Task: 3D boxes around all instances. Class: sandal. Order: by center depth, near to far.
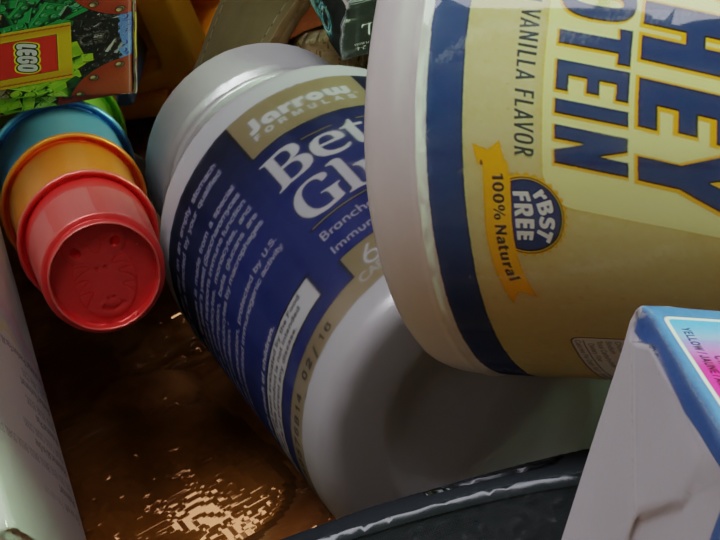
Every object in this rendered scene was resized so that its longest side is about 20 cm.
[{"bbox_3d":[-0.025,-0.067,1.062,0.212,0.070,0.078,-58,24,-12],"label":"sandal"}]

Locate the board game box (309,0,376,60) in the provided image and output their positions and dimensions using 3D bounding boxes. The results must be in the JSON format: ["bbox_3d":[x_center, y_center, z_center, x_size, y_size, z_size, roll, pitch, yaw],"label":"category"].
[{"bbox_3d":[0.065,-0.143,0.998,0.199,0.028,0.135,-12,46,-14],"label":"board game box"}]

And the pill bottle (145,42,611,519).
[{"bbox_3d":[0.000,0.000,0.912,0.111,0.111,0.200,-26,34,-11],"label":"pill bottle"}]

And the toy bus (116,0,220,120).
[{"bbox_3d":[-0.123,-0.144,1.112,0.135,0.200,0.192,-5,44,19],"label":"toy bus"}]

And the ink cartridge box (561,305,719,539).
[{"bbox_3d":[0.147,0.088,0.655,0.199,0.137,0.076,4,30,-19],"label":"ink cartridge box"}]

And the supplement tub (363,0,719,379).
[{"bbox_3d":[0.115,-0.040,0.726,0.199,0.145,0.145,2,38,21],"label":"supplement tub"}]

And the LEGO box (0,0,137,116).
[{"bbox_3d":[-0.170,-0.147,0.971,0.148,0.077,0.201,-12,60,-11],"label":"LEGO box"}]

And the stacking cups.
[{"bbox_3d":[-0.099,-0.025,0.971,0.060,0.061,0.200,-22,24,-5],"label":"stacking cups"}]

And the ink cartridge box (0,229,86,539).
[{"bbox_3d":[-0.168,0.042,0.865,0.128,0.125,0.201,-19,72,1],"label":"ink cartridge box"}]

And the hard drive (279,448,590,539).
[{"bbox_3d":[-0.007,0.132,0.726,0.199,0.042,0.135,-21,73,-2],"label":"hard drive"}]
